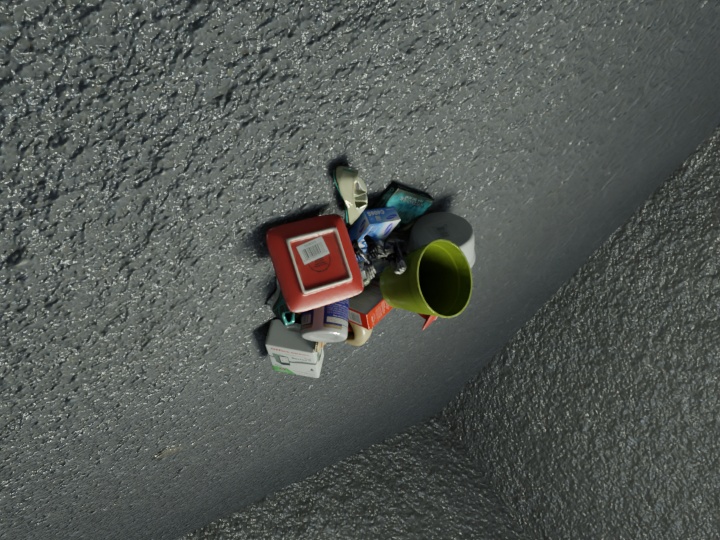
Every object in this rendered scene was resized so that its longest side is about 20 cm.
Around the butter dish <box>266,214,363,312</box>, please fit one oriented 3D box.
[{"bbox_3d":[-0.123,-0.011,1.369,0.200,0.200,0.148,-17,178,-27],"label":"butter dish"}]

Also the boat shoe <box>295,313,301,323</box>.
[{"bbox_3d":[-0.146,0.137,1.691,0.075,0.075,0.202,-24,152,-26],"label":"boat shoe"}]

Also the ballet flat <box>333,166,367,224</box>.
[{"bbox_3d":[-0.015,-0.169,1.338,0.069,0.070,0.200,-33,155,-7],"label":"ballet flat"}]

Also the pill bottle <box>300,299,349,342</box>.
[{"bbox_3d":[-0.088,0.076,1.500,0.119,0.200,0.120,3,161,1],"label":"pill bottle"}]

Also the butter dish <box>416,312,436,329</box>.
[{"bbox_3d":[0.200,0.038,1.743,0.200,0.148,0.200,-63,174,36],"label":"butter dish"}]

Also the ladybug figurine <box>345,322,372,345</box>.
[{"bbox_3d":[-0.023,0.155,1.751,0.072,0.136,0.200,-26,-168,-25],"label":"ladybug figurine"}]

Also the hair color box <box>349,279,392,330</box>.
[{"bbox_3d":[0.045,0.075,1.658,0.200,0.101,0.061,-41,134,-34],"label":"hair color box"}]

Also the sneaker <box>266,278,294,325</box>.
[{"bbox_3d":[-0.177,0.065,1.512,0.078,0.091,0.200,-18,149,-36],"label":"sneaker"}]

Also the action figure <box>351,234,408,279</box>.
[{"bbox_3d":[0.052,-0.031,1.470,0.119,0.102,0.200,-17,166,28],"label":"action figure"}]

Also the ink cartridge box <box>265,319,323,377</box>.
[{"bbox_3d":[-0.190,0.231,1.706,0.146,0.084,0.200,9,150,6],"label":"ink cartridge box"}]

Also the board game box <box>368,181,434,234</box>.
[{"bbox_3d":[0.102,-0.160,1.558,0.135,0.028,0.200,-48,152,22],"label":"board game box"}]

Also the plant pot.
[{"bbox_3d":[0.157,0.030,1.550,0.200,0.201,0.193,-15,-177,-39],"label":"plant pot"}]

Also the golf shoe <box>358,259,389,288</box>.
[{"bbox_3d":[0.000,0.000,1.626,0.200,0.097,0.078,-29,173,-33],"label":"golf shoe"}]

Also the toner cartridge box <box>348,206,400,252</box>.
[{"bbox_3d":[0.016,-0.088,1.499,0.095,0.043,0.200,-13,158,-30],"label":"toner cartridge box"}]

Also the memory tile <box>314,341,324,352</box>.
[{"bbox_3d":[-0.097,0.143,1.660,0.200,0.017,0.154,-41,140,-82],"label":"memory tile"}]

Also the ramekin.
[{"bbox_3d":[0.231,-0.079,1.669,0.200,0.200,0.098,-26,137,-22],"label":"ramekin"}]
